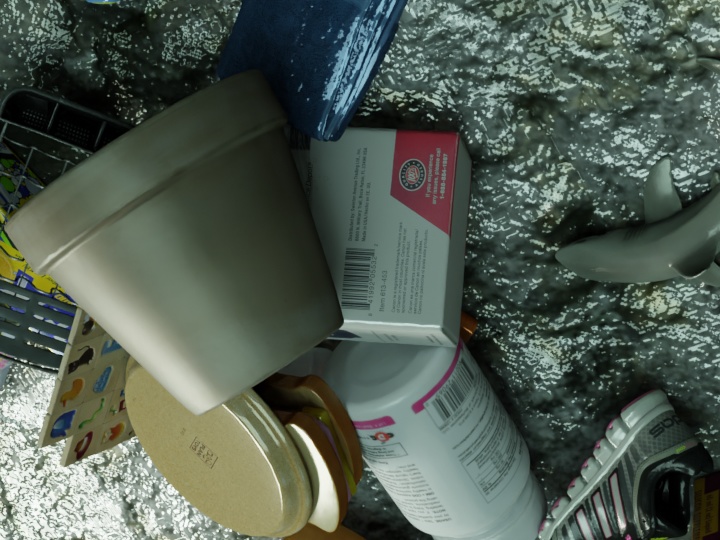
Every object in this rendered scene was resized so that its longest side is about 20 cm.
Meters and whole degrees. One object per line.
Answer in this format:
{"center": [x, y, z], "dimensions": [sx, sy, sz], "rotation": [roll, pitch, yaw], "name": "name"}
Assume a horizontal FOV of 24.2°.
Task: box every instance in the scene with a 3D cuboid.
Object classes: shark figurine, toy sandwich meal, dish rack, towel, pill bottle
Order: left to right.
{"center": [-0.226, -0.023, 1.257], "dimensions": [0.153, 0.055, 0.200], "rotation": [21, 92, -16], "name": "dish rack"}
{"center": [-0.092, 0.118, 1.269], "dimensions": [0.205, 0.070, 0.205], "rotation": [29, 141, 26], "name": "toy sandwich meal"}
{"center": [-0.021, -0.194, 1.142], "dimensions": [0.112, 0.049, 0.200], "rotation": [32, 111, 17], "name": "towel"}
{"center": [0.063, 0.134, 1.305], "dimensions": [0.113, 0.113, 0.200], "rotation": [-18, 124, 22], "name": "pill bottle"}
{"center": [0.245, -0.041, 1.184], "dimensions": [0.128, 0.090, 0.215], "rotation": [30, 124, -7], "name": "shark figurine"}

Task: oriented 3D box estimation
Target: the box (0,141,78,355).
{"center": [-0.251, -0.005, 1.327], "dimensions": [0.064, 0.070, 0.200], "rotation": [-34, 108, 27], "name": "box"}

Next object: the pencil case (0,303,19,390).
{"center": [-0.332, 0.084, 1.388], "dimensions": [0.083, 0.091, 0.200], "rotation": [48, 126, 25], "name": "pencil case"}

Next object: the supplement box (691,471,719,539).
{"center": [0.360, 0.192, 1.280], "dimensions": [0.200, 0.110, 0.086], "rotation": [-23, 112, 24], "name": "supplement box"}

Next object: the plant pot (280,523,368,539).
{"center": [-0.015, 0.306, 1.400], "dimensions": [0.183, 0.200, 0.200], "rotation": [41, 122, 5], "name": "plant pot"}

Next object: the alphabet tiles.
{"center": [-0.172, 0.061, 1.297], "dimensions": [0.008, 0.167, 0.200], "rotation": [37, 123, 24], "name": "alphabet tiles"}

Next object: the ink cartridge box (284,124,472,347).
{"center": [-0.027, -0.026, 1.216], "dimensions": [0.199, 0.084, 0.145], "rotation": [3, 80, 12], "name": "ink cartridge box"}

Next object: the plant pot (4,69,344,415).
{"center": [-0.104, -0.008, 1.103], "dimensions": [0.200, 0.200, 0.174], "rotation": [-31, 93, 27], "name": "plant pot"}

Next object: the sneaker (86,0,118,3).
{"center": [-0.136, -0.242, 1.156], "dimensions": [0.199, 0.071, 0.083], "rotation": [-20, 99, 38], "name": "sneaker"}

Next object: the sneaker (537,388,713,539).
{"center": [0.206, 0.195, 1.306], "dimensions": [0.087, 0.074, 0.200], "rotation": [40, 110, 32], "name": "sneaker"}

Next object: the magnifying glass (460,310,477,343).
{"center": [0.000, 0.000, 1.302], "dimensions": [0.200, 0.022, 0.080], "rotation": [29, 122, -6], "name": "magnifying glass"}

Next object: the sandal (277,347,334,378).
{"center": [-0.075, 0.123, 1.366], "dimensions": [0.079, 0.059, 0.207], "rotation": [4, 133, -20], "name": "sandal"}
